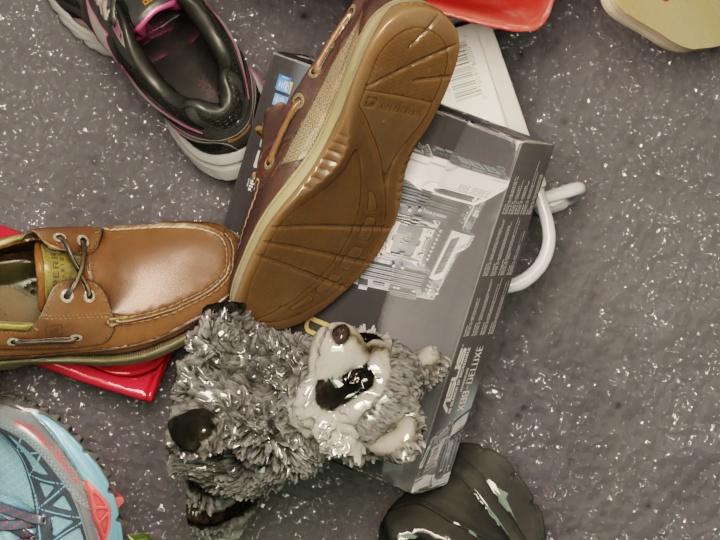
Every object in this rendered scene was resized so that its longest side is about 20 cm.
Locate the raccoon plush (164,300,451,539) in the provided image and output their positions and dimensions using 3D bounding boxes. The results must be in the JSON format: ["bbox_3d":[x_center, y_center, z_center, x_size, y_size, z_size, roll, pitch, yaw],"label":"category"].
[{"bbox_3d":[-0.022,0.084,1.274,0.134,0.200,0.097,10,67,7],"label":"raccoon plush"}]

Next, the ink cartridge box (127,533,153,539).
[{"bbox_3d":[-0.027,0.190,1.310,0.076,0.148,0.200,-44,87,-4],"label":"ink cartridge box"}]

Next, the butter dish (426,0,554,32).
[{"bbox_3d":[0.028,-0.248,1.317,0.199,0.148,0.200,14,44,0],"label":"butter dish"}]

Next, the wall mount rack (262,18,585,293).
[{"bbox_3d":[0.027,-0.072,1.375,0.173,0.075,0.201,-17,84,-5],"label":"wall mount rack"}]

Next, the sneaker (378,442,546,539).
[{"bbox_3d":[0.084,0.196,1.339,0.091,0.076,0.200,-32,77,-25],"label":"sneaker"}]

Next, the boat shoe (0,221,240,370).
[{"bbox_3d":[-0.158,0.013,1.306,0.199,0.068,0.072,-15,67,3],"label":"boat shoe"}]

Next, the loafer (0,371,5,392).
[{"bbox_3d":[-0.239,0.140,1.349,0.069,0.075,0.201,9,84,-2],"label":"loafer"}]

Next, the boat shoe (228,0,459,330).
[{"bbox_3d":[-0.018,-0.063,1.278,0.072,0.072,0.200,10,117,-33],"label":"boat shoe"}]

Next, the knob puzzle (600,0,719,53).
[{"bbox_3d":[0.161,-0.205,1.355,0.030,0.219,0.220,-13,84,38],"label":"knob puzzle"}]

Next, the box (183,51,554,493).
[{"bbox_3d":[0.000,0.000,1.326,0.157,0.050,0.201,22,101,25],"label":"box"}]

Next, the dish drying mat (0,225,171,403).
[{"bbox_3d":[-0.198,0.010,1.376,0.199,0.018,0.077,19,55,3],"label":"dish drying mat"}]

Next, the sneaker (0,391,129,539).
[{"bbox_3d":[-0.174,0.164,1.300,0.095,0.079,0.201,-30,117,-36],"label":"sneaker"}]

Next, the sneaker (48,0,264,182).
[{"bbox_3d":[-0.116,-0.146,1.360,0.080,0.086,0.200,-43,74,-6],"label":"sneaker"}]
